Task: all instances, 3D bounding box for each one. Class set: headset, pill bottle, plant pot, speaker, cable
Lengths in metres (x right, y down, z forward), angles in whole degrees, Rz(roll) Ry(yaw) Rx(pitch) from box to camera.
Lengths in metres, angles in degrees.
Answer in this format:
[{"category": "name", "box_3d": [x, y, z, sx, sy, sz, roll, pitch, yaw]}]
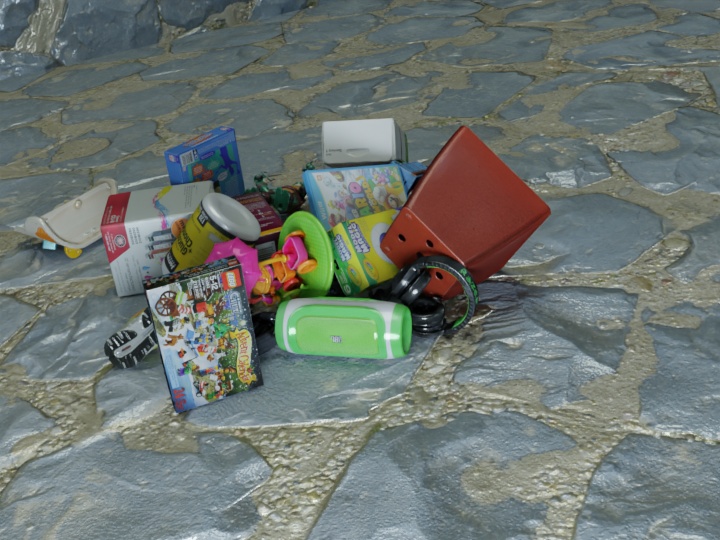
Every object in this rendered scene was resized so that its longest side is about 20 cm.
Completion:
[{"category": "headset", "box_3d": [0.092, 0.039, 1.414, 0.198, 0.125, 0.094, -15, 20, 31]}, {"category": "pill bottle", "box_3d": [-0.259, -0.020, 1.506, 0.111, 0.201, 0.112, 33, 19, -13]}, {"category": "plant pot", "box_3d": [0.147, -0.069, 1.463, 0.200, 0.200, 0.176, 45, 59, 8]}, {"category": "speaker", "box_3d": [-0.025, 0.087, 1.377, 0.197, 0.090, 0.089, 2, 29, 16]}, {"category": "cable", "box_3d": [-0.227, 0.107, 1.421, 0.199, 0.051, 0.162, -27, 30, -31]}]

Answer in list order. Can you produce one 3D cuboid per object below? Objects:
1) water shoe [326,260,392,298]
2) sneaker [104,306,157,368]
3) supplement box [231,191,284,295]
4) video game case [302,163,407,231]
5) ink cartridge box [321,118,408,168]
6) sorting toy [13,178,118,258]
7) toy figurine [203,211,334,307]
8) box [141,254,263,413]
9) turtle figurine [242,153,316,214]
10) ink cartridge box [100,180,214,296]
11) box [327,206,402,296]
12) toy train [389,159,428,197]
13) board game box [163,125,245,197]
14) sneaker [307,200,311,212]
[{"category": "water shoe", "box_3d": [0.000, 0.000, 1.541, 0.199, 0.080, 0.071, -29, 35, -35]}, {"category": "sneaker", "box_3d": [-0.310, 0.076, 1.426, 0.198, 0.079, 0.090, -25, 15, 18]}, {"category": "supplement box", "box_3d": [-0.190, -0.054, 1.652, 0.085, 0.112, 0.200, -15, 29, -16]}, {"category": "video game case", "box_3d": [0.002, -0.111, 1.586, 0.198, 0.145, 0.018, -9, -12, -33]}, {"category": "ink cartridge box", "box_3d": [0.013, -0.242, 1.804, 0.144, 0.086, 0.200, -2, -1, 9]}, {"category": "sorting toy", "box_3d": [-0.614, -0.103, 1.868, 0.178, 0.108, 0.200, 5, 30, 36]}, {"category": "toy figurine", "box_3d": [-0.168, 0.004, 1.429, 0.182, 0.200, 0.152, -9, 66, -38]}, {"category": "box", "box_3d": [-0.221, 0.091, 1.292, 0.135, 0.203, 0.038, -16, 28, -16]}, {"category": "turtle figurine", "box_3d": [-0.149, -0.162, 1.822, 0.148, 0.102, 0.200, -17, 12, 22]}, {"category": "ink cartridge box", "box_3d": [-0.354, -0.061, 1.666, 0.197, 0.147, 0.145, -9, 28, -3]}, {"category": "box", "box_3d": [0.026, -0.034, 1.514, 0.199, 0.119, 0.048, -19, -9, -43]}, {"category": "toy train", "box_3d": [0.110, -0.161, 1.743, 0.114, 0.087, 0.200, 34, 20, 11]}, {"category": "board game box", "box_3d": [-0.296, -0.161, 1.782, 0.045, 0.203, 0.152, 15, 34, 37]}, {"category": "sneaker", "box_3d": [-0.001, -0.154, 1.827, 0.197, 0.082, 0.147, 2, 28, 16]}]
